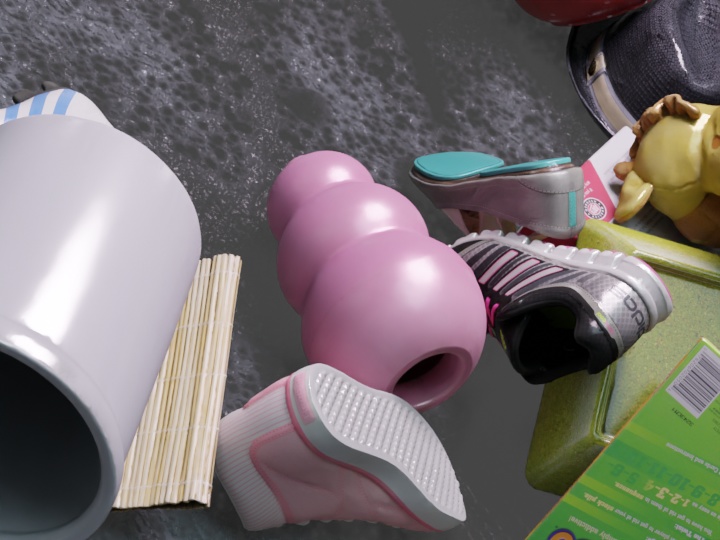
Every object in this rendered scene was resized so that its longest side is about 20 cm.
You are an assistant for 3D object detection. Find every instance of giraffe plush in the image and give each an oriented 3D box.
[{"bbox_3d":[0.266,-0.076,1.430,0.172,0.161,0.202,-15,84,-50],"label":"giraffe plush"}]

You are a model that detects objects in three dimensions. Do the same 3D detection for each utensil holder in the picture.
[{"bbox_3d":[-0.188,0.031,1.133,0.169,0.170,0.201,29,41,-9],"label":"utensil holder"}]

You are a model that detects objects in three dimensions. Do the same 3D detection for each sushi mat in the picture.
[{"bbox_3d":[-0.127,0.067,1.220,0.095,0.012,0.201,-8,46,12],"label":"sushi mat"}]

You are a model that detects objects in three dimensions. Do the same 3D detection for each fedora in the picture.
[{"bbox_3d":[0.268,-0.173,1.680,0.199,0.092,0.202,19,45,-20],"label":"fedora"}]

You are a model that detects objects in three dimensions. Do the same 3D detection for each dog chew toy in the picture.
[{"bbox_3d":[0.000,0.000,1.331,0.124,0.125,0.201,-4,47,-36],"label":"dog chew toy"}]

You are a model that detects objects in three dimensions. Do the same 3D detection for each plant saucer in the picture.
[{"bbox_3d":[0.231,0.075,1.374,0.198,0.048,0.202,16,73,-3],"label":"plant saucer"}]

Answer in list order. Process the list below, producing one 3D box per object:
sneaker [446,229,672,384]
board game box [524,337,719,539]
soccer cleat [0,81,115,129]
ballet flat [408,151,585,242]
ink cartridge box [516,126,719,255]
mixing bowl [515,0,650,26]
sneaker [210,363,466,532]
[{"bbox_3d":[0.107,0.028,1.343,0.087,0.199,0.074,-46,127,-36],"label":"sneaker"},{"bbox_3d":[0.191,0.150,1.295,0.095,0.200,0.030,41,3,7],"label":"board game box"},{"bbox_3d":[-0.224,-0.063,1.260,0.086,0.070,0.200,38,39,18],"label":"soccer cleat"},{"bbox_3d":[0.093,-0.049,1.428,0.067,0.200,0.064,-13,100,-25],"label":"ballet flat"},{"bbox_3d":[0.219,0.010,1.490,0.200,0.086,0.147,45,42,6],"label":"ink cartridge box"},{"bbox_3d":[0.192,-0.272,1.672,0.200,0.199,0.109,-39,116,-47],"label":"mixing bowl"},{"bbox_3d":[-0.019,0.125,1.245,0.200,0.104,0.076,35,33,-50],"label":"sneaker"}]
